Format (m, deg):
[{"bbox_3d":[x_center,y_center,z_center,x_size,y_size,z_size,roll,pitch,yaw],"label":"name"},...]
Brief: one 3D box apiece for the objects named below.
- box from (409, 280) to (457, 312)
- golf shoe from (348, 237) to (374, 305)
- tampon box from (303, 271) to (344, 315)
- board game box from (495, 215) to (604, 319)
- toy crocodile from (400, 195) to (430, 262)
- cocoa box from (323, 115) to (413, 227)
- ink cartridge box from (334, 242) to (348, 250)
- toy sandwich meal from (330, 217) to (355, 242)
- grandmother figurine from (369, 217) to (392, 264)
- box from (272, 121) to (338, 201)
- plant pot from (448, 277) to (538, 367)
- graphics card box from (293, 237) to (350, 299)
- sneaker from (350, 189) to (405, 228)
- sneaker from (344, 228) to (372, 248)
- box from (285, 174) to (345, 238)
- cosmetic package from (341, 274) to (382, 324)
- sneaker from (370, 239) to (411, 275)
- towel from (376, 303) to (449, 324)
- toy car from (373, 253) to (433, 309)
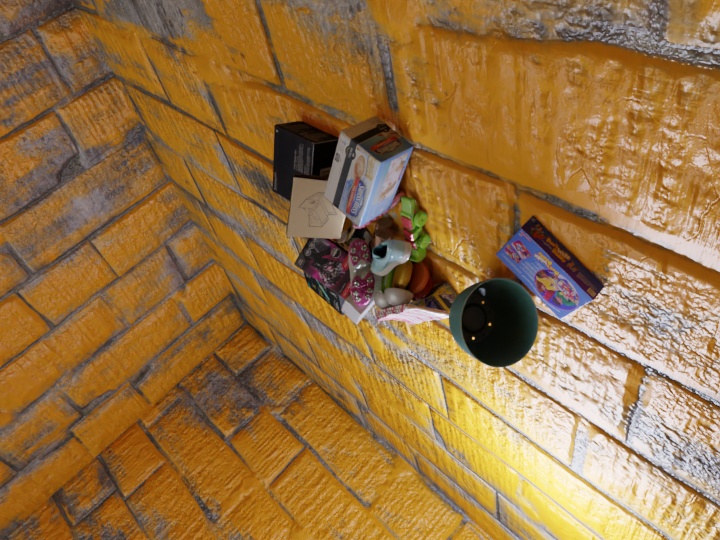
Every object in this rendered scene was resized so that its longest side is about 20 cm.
[{"bbox_3d":[0.212,0.095,1.663,0.070,0.064,0.200,49,157,-1],"label":"box"},{"bbox_3d":[0.000,0.000,1.667,0.092,0.073,0.205,-117,24,-71],"label":"golf shoe"},{"bbox_3d":[-0.097,0.033,2.072,0.199,0.126,0.151,37,156,26],"label":"tampon box"},{"bbox_3d":[0.392,-0.002,1.187,0.200,0.045,0.135,47,158,9],"label":"board game box"},{"bbox_3d":[0.137,-0.109,1.484,0.067,0.062,0.202,31,151,37],"label":"toy crocodile"},{"bbox_3d":[0.017,-0.235,1.353,0.131,0.132,0.202,41,138,19],"label":"cocoa box"},{"bbox_3d":[-0.057,-0.019,1.859,0.147,0.083,0.200,48,-173,-4],"label":"ink cartridge box"},{"bbox_3d":[-0.081,-0.183,1.683,0.203,0.069,0.211,11,105,48],"label":"toy sandwich meal"},{"bbox_3d":[0.048,-0.072,1.667,0.059,0.123,0.201,20,156,-1],"label":"grandmother figurine"},{"bbox_3d":[-0.156,-0.297,1.603,0.181,0.103,0.204,32,127,36],"label":"box"},{"bbox_3d":[0.305,0.120,1.370,0.202,0.200,0.161,52,170,-7],"label":"plant pot"},{"bbox_3d":[-0.091,-0.019,1.733,0.198,0.127,0.051,34,-171,3],"label":"graphics card box"},{"bbox_3d":[0.031,-0.186,1.511,0.096,0.079,0.199,52,135,-6],"label":"sneaker"},{"bbox_3d":[-0.030,-0.102,1.795,0.129,0.079,0.201,16,140,56],"label":"sneaker"},{"bbox_3d":[-0.115,-0.170,1.543,0.202,0.159,0.022,106,159,-43],"label":"box"},{"bbox_3d":[0.032,0.061,1.767,0.071,0.200,0.102,40,158,8],"label":"cosmetic package"},{"bbox_3d":[0.061,-0.044,1.531,0.080,0.076,0.200,18,155,-19],"label":"sneaker"},{"bbox_3d":[0.145,0.129,1.602,0.143,0.031,0.199,10,167,-22],"label":"towel"},{"bbox_3d":[0.131,0.029,1.630,0.147,0.179,0.200,16,164,-17],"label":"toy car"}]
